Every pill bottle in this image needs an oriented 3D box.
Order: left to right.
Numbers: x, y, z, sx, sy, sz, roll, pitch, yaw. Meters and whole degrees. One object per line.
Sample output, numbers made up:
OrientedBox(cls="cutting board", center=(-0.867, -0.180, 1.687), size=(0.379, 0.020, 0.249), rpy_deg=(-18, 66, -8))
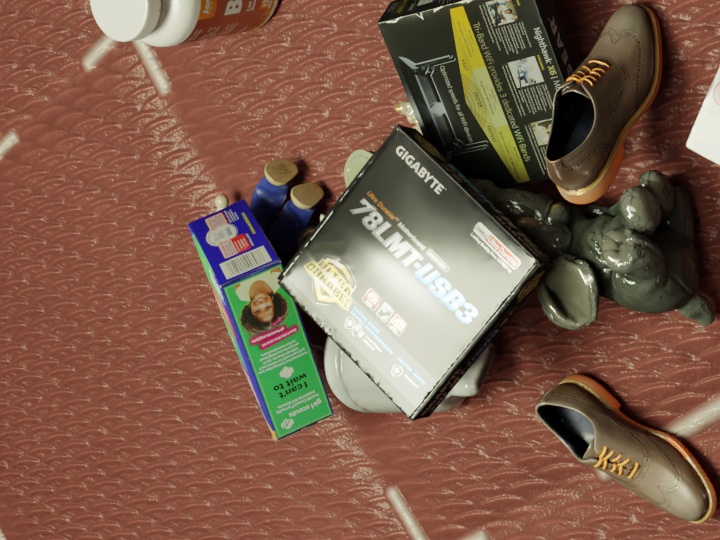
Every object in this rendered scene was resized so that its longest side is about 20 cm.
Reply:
OrientedBox(cls="pill bottle", center=(-0.185, -0.296, 1.823), size=(0.112, 0.199, 0.113), rpy_deg=(13, 112, 35))

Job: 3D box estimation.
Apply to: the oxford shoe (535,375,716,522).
OrientedBox(cls="oxford shoe", center=(0.254, 0.184, 1.685), size=(0.200, 0.073, 0.072), rpy_deg=(36, 123, 25))

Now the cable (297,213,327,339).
OrientedBox(cls="cable", center=(-0.028, 0.031, 1.881), size=(0.096, 0.050, 0.202), rpy_deg=(7, 106, 3))

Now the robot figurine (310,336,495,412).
OrientedBox(cls="robot figurine", center=(0.042, 0.092, 1.813), size=(0.199, 0.113, 0.170), rpy_deg=(-5, 133, 40))

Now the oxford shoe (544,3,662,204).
OrientedBox(cls="oxford shoe", center=(0.219, -0.163, 1.564), size=(0.071, 0.073, 0.201), rpy_deg=(6, 67, 36))

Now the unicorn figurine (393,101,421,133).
OrientedBox(cls="unicorn figurine", center=(0.099, -0.204, 1.715), size=(0.136, 0.074, 0.201), rpy_deg=(5, 120, 28))

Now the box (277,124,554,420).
OrientedBox(cls="box", center=(0.049, 0.002, 1.634), size=(0.200, 0.050, 0.199), rpy_deg=(46, 110, 19))

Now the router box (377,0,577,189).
OrientedBox(cls="router box", center=(0.126, -0.176, 1.639), size=(0.156, 0.052, 0.201), rpy_deg=(-10, 119, 26))

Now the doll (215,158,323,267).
OrientedBox(cls="doll", center=(-0.115, -0.038, 1.943), size=(0.136, 0.048, 0.200), rpy_deg=(42, 132, 11))

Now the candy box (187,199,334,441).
OrientedBox(cls="candy box", center=(-0.107, 0.051, 1.855), size=(0.169, 0.077, 0.201), rpy_deg=(-124, 13, -61))

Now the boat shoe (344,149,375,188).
OrientedBox(cls="boat shoe", center=(0.061, -0.046, 1.791), size=(0.202, 0.060, 0.072), rpy_deg=(52, 128, 14))

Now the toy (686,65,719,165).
OrientedBox(cls="toy", center=(0.377, -0.173, 1.506), size=(0.115, 0.047, 0.201), rpy_deg=(35, 119, 30))

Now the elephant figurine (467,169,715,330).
OrientedBox(cls="elephant figurine", center=(0.211, -0.019, 1.638), size=(0.199, 0.141, 0.157), rpy_deg=(-11, 76, 37))
